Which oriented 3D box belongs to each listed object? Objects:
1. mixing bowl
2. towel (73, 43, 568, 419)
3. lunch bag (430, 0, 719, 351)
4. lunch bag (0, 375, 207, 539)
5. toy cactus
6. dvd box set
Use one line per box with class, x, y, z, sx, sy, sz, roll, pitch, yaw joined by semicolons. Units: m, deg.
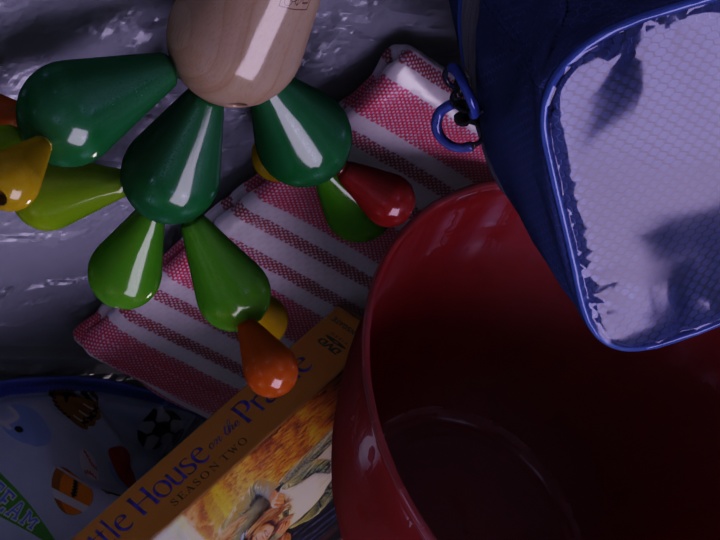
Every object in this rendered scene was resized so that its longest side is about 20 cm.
mixing bowl;0.063;0.078;0.778;0.199;0.201;0.108;-3;152;-35
towel;0.000;0.000;0.833;0.146;0.030;0.200;29;124;-35
lunch bag;0.120;-0.075;0.702;0.199;0.133;0.136;-17;128;-3
lunch bag;-0.158;0.133;0.883;0.199;0.124;0.170;-15;154;-47
toy cactus;-0.056;-0.043;0.684;0.199;0.103;0.165;10;127;-28
dvd box set;-0.056;0.126;0.828;0.200;0.029;0.147;-40;141;-23
